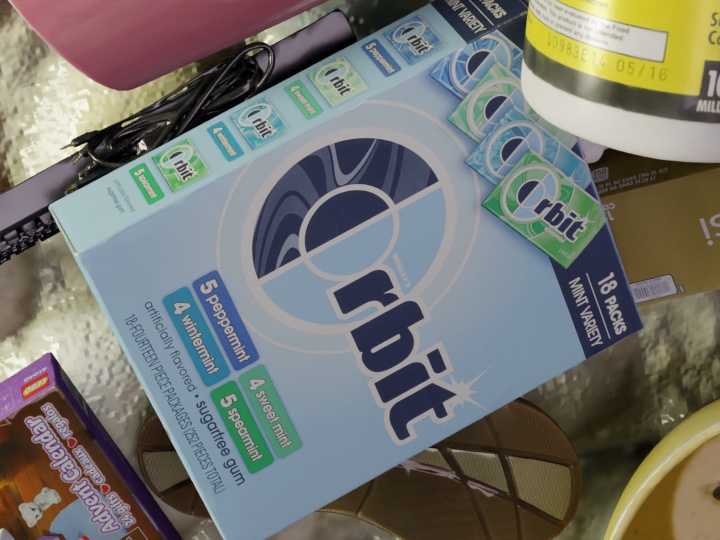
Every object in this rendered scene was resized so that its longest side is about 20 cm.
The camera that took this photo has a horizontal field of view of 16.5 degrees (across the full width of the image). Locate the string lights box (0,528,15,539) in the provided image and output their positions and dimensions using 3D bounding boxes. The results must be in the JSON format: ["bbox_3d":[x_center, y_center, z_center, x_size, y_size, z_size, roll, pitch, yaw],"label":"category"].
[{"bbox_3d":[-0.202,0.203,1.046,0.199,0.059,0.103,-30,114,17],"label":"string lights box"}]

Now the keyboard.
[{"bbox_3d":[-0.085,-0.038,1.011,0.199,0.104,0.040,-30,81,-4],"label":"keyboard"}]

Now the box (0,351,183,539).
[{"bbox_3d":[-0.139,0.153,1.090,0.136,0.039,0.201,-32,115,2],"label":"box"}]

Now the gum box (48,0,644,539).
[{"bbox_3d":[0.000,0.000,1.001,0.199,0.045,0.171,-28,126,-7],"label":"gum box"}]

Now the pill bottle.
[{"bbox_3d":[0.123,-0.149,0.892,0.112,0.113,0.201,-1,113,-17],"label":"pill bottle"}]

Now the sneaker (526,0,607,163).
[{"bbox_3d":[0.063,-0.063,1.064,0.081,0.077,0.200,34,98,-25],"label":"sneaker"}]

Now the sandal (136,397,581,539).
[{"bbox_3d":[0.001,0.077,1.109,0.198,0.054,0.081,4,112,-3],"label":"sandal"}]

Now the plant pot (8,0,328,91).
[{"bbox_3d":[-0.056,-0.170,0.939,0.179,0.200,0.200,-35,116,15],"label":"plant pot"}]

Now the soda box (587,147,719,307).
[{"bbox_3d":[0.199,-0.048,1.067,0.199,0.068,0.064,-14,124,16],"label":"soda box"}]

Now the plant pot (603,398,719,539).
[{"bbox_3d":[0.196,0.130,1.123,0.198,0.142,0.202,0,105,-1],"label":"plant pot"}]
